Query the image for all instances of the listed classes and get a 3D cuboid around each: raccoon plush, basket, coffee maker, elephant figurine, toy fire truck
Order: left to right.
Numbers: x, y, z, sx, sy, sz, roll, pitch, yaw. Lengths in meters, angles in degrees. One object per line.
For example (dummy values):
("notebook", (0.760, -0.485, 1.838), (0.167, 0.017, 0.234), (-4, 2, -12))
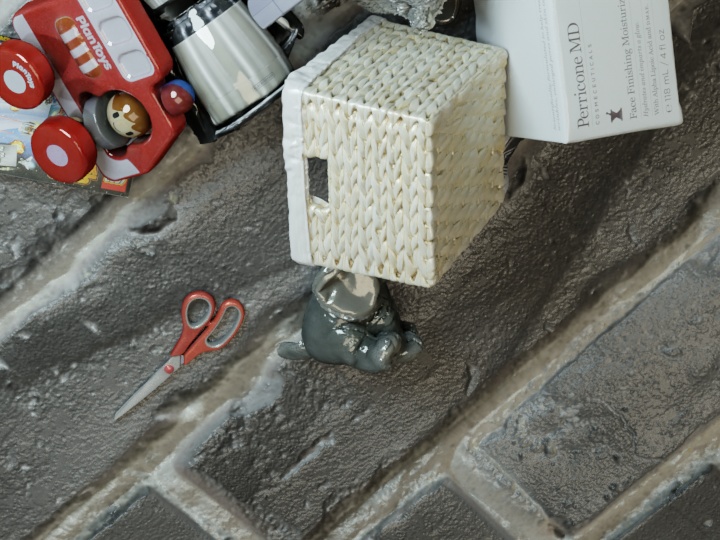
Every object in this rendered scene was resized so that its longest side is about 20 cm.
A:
("toy fire truck", (-0.244, -0.181, 1.537), (0.167, 0.112, 0.201), (-11, 117, 38))
("coffee maker", (-0.173, -0.232, 1.584), (0.191, 0.135, 0.201), (-22, 107, 46))
("elephant figurine", (0.000, 0.000, 1.762), (0.154, 0.141, 0.202), (-25, 121, -36))
("raccoon plush", (0.015, -0.261, 1.578), (0.097, 0.135, 0.199), (41, 126, -21))
("basket", (0.036, -0.117, 1.583), (0.160, 0.200, 0.200), (14, 124, 24))

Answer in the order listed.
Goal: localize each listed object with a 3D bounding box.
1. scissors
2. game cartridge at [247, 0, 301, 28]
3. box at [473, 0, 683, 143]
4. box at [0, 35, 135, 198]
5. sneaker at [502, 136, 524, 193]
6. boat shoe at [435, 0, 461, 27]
("scissors", (-0.204, 0.106, 1.836), (0.073, 0.014, 0.201), (25, 109, -23))
("game cartridge", (-0.014, -0.297, 1.485), (0.199, 0.133, 0.041), (-30, 104, 39))
("box", (0.207, -0.235, 1.590), (0.130, 0.200, 0.201), (-12, 101, -15))
("box", (-0.321, -0.160, 1.660), (0.198, 0.040, 0.138), (11, 114, -15))
("sneaker", (0.114, -0.141, 1.731), (0.114, 0.075, 0.201), (21, 107, -19))
("boat shoe", (0.057, -0.330, 1.629), (0.066, 0.057, 0.201), (-20, 119, 1))
